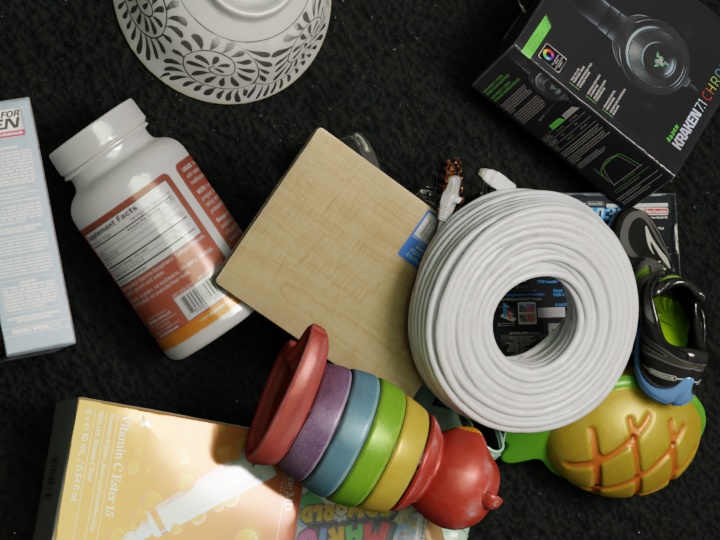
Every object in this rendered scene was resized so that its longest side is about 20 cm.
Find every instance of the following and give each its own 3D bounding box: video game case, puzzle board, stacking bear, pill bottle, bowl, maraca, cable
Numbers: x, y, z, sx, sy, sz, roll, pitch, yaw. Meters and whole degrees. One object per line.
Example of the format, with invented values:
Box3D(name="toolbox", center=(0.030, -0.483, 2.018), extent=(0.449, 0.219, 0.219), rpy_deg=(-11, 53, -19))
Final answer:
Box3D(name="video game case", center=(-0.013, 0.225, 1.672), extent=(0.018, 0.142, 0.201), rpy_deg=(24, 72, -59))
Box3D(name="puzzle board", center=(0.000, 0.000, 1.628), extent=(0.200, 0.017, 0.151), rpy_deg=(35, 90, -20))
Box3D(name="stacking bear", center=(0.019, 0.141, 1.590), extent=(0.199, 0.121, 0.114), rpy_deg=(25, 72, -10))
Box3D(name="pill bottle", center=(-0.167, -0.036, 1.650), extent=(0.112, 0.112, 0.201), rpy_deg=(-36, 96, -19))
Box3D(name="bowl", center=(-0.106, -0.249, 1.705), extent=(0.199, 0.094, 0.202), rpy_deg=(2, 84, -19))
Box3D(name="maraca", center=(0.212, 0.139, 1.755), extent=(0.199, 0.138, 0.107), rpy_deg=(12, 36, -24))
Box3D(name="cable", center=(0.136, 0.034, 1.630), extent=(0.199, 0.069, 0.201), rpy_deg=(18, 95, -23))

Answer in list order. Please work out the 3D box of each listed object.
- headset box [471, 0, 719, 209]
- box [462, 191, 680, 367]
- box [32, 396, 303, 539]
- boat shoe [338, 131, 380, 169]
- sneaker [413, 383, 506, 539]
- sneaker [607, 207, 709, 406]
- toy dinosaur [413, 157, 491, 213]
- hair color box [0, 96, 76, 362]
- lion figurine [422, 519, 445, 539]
Box3D(name="headset box", center=(0.221, -0.189, 1.789), extent=(0.200, 0.093, 0.174), rpy_deg=(38, 62, -6))
Box3D(name="box", center=(0.194, 0.010, 1.804), extent=(0.199, 0.046, 0.160), rpy_deg=(-1, 84, -19))
Box3D(name="box", center=(-0.156, 0.183, 1.637), extent=(0.199, 0.097, 0.125), rpy_deg=(11, 80, -18))
Box3D(name="boat shoe", center=(0.011, -0.022, 1.735), extent=(0.067, 0.072, 0.201), rpy_deg=(-27, 99, -44))
Box3D(name="sneaker", center=(0.077, 0.181, 1.707), extent=(0.073, 0.118, 0.202), rpy_deg=(6, 83, -20))
Box3D(name="sneaker", center=(0.265, 0.022, 1.733), extent=(0.070, 0.083, 0.200), rpy_deg=(9, 46, -22))
Box3D(name="toy dinosaur", center=(0.072, -0.012, 1.731), extent=(0.102, 0.136, 0.201), rpy_deg=(-12, 58, -14))
Box3D(name="hair color box", center=(-0.284, -0.030, 1.615), extent=(0.060, 0.099, 0.201), rpy_deg=(-10, 87, -19))
Box3D(name="lion figurine", center=(0.058, 0.252, 1.670), extent=(0.122, 0.072, 0.200), rpy_deg=(-39, 81, 23))
